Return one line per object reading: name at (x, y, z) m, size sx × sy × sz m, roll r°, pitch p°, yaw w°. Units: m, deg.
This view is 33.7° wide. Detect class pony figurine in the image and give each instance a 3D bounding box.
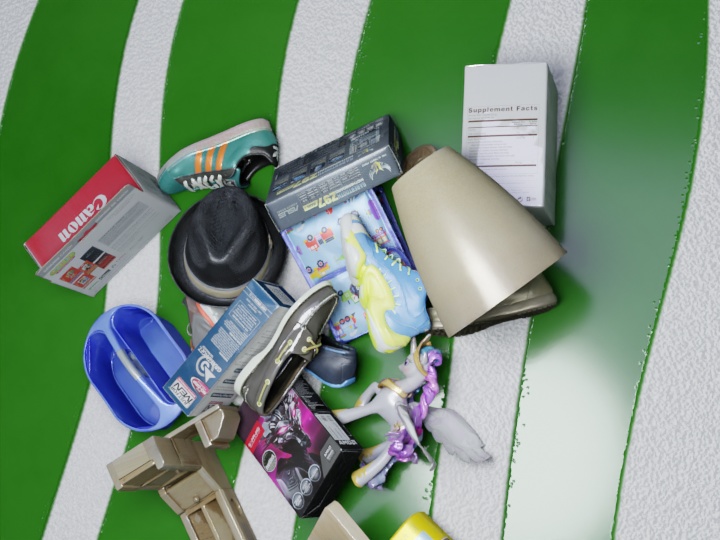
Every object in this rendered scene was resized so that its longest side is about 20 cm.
pony figurine at (0.060, 0.208, 1.623) m, size 0.200 × 0.166 × 0.194 m, roll -41°, pitch 62°, yaw 22°

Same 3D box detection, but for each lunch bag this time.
lunch bag at (0.000, 0.000, 1.713) m, size 0.149 × 0.094 × 0.202 m, roll -27°, pitch 86°, yaw 11°

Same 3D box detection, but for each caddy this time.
caddy at (-0.323, 0.146, 1.761) m, size 0.141 × 0.105 × 0.200 m, roll -42°, pitch 71°, yaw 4°

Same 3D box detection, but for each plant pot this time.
plant pot at (0.132, -0.051, 1.523) m, size 0.186 × 0.187 × 0.201 m, roll -35°, pitch 87°, yaw 8°

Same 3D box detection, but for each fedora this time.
fedora at (-0.197, -0.050, 1.731) m, size 0.197 × 0.092 × 0.203 m, roll 0°, pitch 57°, yaw 0°

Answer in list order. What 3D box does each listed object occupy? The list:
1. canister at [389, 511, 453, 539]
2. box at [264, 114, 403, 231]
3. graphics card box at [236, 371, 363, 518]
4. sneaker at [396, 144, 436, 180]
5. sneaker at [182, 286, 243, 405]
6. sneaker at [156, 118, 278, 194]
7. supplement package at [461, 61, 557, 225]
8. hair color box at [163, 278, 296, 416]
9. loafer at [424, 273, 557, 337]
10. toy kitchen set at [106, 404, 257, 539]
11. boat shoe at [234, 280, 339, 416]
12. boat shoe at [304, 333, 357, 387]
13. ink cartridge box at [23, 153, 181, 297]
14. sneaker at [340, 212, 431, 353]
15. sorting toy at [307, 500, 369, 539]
canister at (0.108, 0.441, 1.585) m, size 0.200 × 0.086 × 0.149 m, roll 41°, pitch 93°, yaw 21°
box at (-0.036, -0.142, 1.705) m, size 0.198 × 0.158 × 0.051 m, roll -25°, pitch 110°, yaw 11°
graphics card box at (-0.093, 0.231, 1.660) m, size 0.200 × 0.050 × 0.126 m, roll 46°, pitch 114°, yaw 35°
sneaker at (0.111, -0.083, 1.699) m, size 0.071 × 0.113 × 0.202 m, roll -25°, pitch 42°, yaw 21°
sneaker at (-0.211, 0.112, 1.766) m, size 0.082 × 0.076 × 0.202 m, roll -33°, pitch 69°, yaw 37°
sneaker at (-0.216, -0.154, 1.805) m, size 0.198 × 0.071 × 0.081 m, roll -25°, pitch 69°, yaw 10°
supplement package at (0.208, -0.172, 1.651) m, size 0.118 × 0.121 × 0.203 m, roll 0°, pitch 79°, yaw 17°
hair color box at (-0.173, 0.109, 1.643) m, size 0.060 × 0.100 × 0.201 m, roll 43°, pitch 98°, yaw 20°
loafer at (0.172, 0.043, 1.651) m, size 0.197 × 0.076 × 0.069 m, roll -13°, pitch 75°, yaw 5°
toy kitchen set at (-0.209, 0.306, 1.646) m, size 0.162 × 0.200 × 0.182 m, roll -32°, pitch 72°, yaw 9°
boat shoe at (-0.089, 0.108, 1.622) m, size 0.060 × 0.072 × 0.202 m, roll 41°, pitch 96°, yaw 29°
boat shoe at (-0.080, 0.092, 1.707) m, size 0.198 × 0.084 × 0.070 m, roll 26°, pitch 115°, yaw 21°
ink cartridge box at (-0.397, -0.070, 1.789) m, size 0.200 × 0.175 × 0.084 m, roll -43°, pitch 71°, yaw 5°
sneaker at (0.040, 0.008, 1.630) m, size 0.104 × 0.076 × 0.203 m, roll -17°, pitch 81°, yaw -5°
sorting toy at (-0.021, 0.443, 1.569) m, size 0.200 × 0.069 × 0.200 m, roll 47°, pitch 139°, yaw 20°
